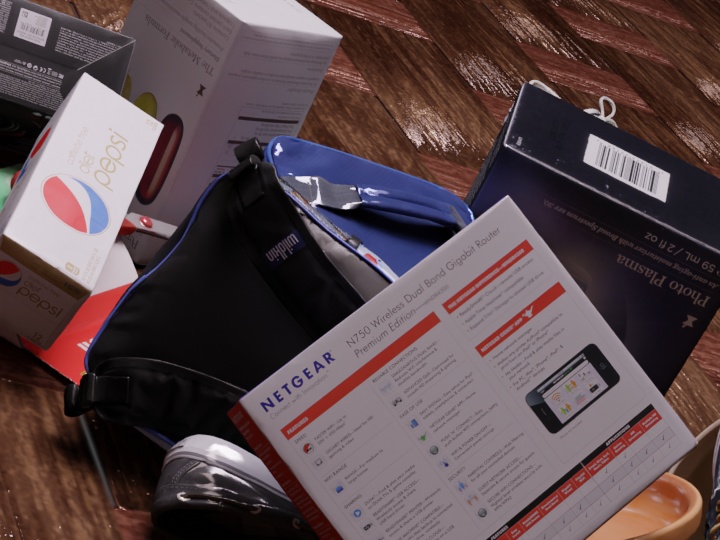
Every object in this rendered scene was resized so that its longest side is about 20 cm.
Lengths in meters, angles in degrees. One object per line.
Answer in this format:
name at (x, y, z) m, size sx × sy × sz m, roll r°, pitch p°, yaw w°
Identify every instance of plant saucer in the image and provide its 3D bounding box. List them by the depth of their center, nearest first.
plant saucer at (0.111, 0.161, 1.335) m, size 0.199 × 0.038 × 0.200 m, roll -5°, pitch 9°, yaw 1°

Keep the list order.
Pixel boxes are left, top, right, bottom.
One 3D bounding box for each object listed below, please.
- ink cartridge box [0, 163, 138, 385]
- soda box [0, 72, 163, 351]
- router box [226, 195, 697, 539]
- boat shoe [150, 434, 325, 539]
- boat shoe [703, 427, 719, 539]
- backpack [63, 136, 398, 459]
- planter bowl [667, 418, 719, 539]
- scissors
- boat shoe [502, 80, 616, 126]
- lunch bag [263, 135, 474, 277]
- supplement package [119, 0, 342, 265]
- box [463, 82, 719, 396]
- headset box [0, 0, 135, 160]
ink cartridge box at (-0.199, 0.004, 1.442) m, size 0.200 × 0.050 × 0.161 m, roll 30°, pitch 21°, yaw 17°
soda box at (-0.190, -0.041, 1.401) m, size 0.068 × 0.064 × 0.200 m, roll 33°, pitch 34°, yaw -13°
router box at (0.058, 0.088, 1.214) m, size 0.180 × 0.200 × 0.049 m, roll 53°, pitch -16°, yaw 3°
boat shoe at (-0.029, 0.165, 1.233) m, size 0.199 × 0.070 × 0.066 m, roll 31°, pitch 43°, yaw -5°
boat shoe at (0.239, 0.161, 1.309) m, size 0.071 × 0.201 × 0.091 m, roll -5°, pitch -19°, yaw 23°
backpack at (-0.046, 0.058, 1.318) m, size 0.190 × 0.200 × 0.154 m, roll 38°, pitch 3°, yaw 15°
planter bowl at (0.298, 0.193, 1.400) m, size 0.200 × 0.200 × 0.135 m, roll 38°, pitch 0°, yaw 30°
scissors at (-0.163, -0.040, 1.517) m, size 0.200 × 0.014 × 0.073 m, roll 0°, pitch 47°, yaw -54°
boat shoe at (0.235, -0.139, 2.244) m, size 0.074 × 0.086 × 0.202 m, roll 6°, pitch 28°, yaw -42°
lunch bag at (0.000, 0.000, 1.516) m, size 0.199 × 0.132 × 0.136 m, roll 16°, pitch 41°, yaw -27°
supplement package at (-0.121, -0.115, 1.599) m, size 0.109 × 0.201 × 0.114 m, roll 1°, pitch 30°, yaw -50°
box at (0.161, 0.003, 1.631) m, size 0.199 × 0.199 × 0.123 m, roll 26°, pitch 31°, yaw -1°
headset box at (-0.266, -0.140, 1.569) m, size 0.148 × 0.075 × 0.200 m, roll 18°, pitch -12°, yaw -21°
